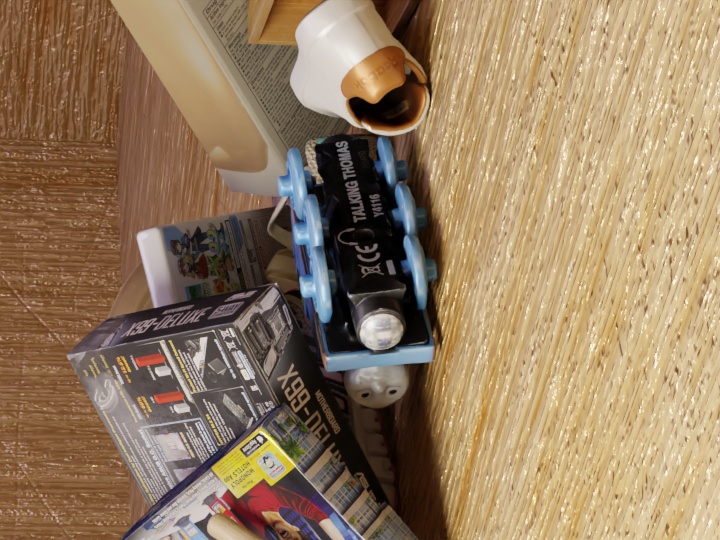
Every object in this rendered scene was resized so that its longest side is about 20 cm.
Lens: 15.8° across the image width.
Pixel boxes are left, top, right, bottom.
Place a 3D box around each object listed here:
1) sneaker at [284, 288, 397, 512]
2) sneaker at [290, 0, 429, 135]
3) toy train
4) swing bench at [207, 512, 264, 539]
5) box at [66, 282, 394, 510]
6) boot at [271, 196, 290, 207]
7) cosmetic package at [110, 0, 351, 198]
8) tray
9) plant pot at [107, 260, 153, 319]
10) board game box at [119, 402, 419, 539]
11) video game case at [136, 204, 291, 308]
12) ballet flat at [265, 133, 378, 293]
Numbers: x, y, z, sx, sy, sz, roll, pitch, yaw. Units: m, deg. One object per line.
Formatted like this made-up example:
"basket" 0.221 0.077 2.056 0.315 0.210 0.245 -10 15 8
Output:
"sneaker" -0.039 0.097 1.731 0.074 0.087 0.201 113 146 -53
"sneaker" 0.003 -0.112 1.640 0.085 0.073 0.200 54 180 8
"toy train" 0.000 0.000 1.617 0.200 0.086 0.115 -105 9 -52
"swing bench" -0.027 0.278 1.485 0.130 0.199 0.200 -54 -22 -52
"box" -0.076 0.115 1.628 0.157 0.050 0.201 -12 112 43
"boot" -0.045 -0.074 1.940 0.186 0.064 0.201 70 -158 -79
"cosmetic package" -0.083 -0.154 1.775 0.105 0.071 0.200 -57 -45 -30
"tray" -0.010 -0.189 1.633 0.200 0.098 0.037 123 148 -73
"plant pot" -0.101 0.073 2.036 0.092 0.200 0.202 15 107 45
"board game box" -0.027 0.191 1.564 0.200 0.200 0.062 -40 4 47
"video game case" -0.077 0.060 1.795 0.182 0.022 0.201 -12 -91 -61
"ballet flat" -0.028 -0.018 1.795 0.068 0.075 0.201 -84 2 -47
